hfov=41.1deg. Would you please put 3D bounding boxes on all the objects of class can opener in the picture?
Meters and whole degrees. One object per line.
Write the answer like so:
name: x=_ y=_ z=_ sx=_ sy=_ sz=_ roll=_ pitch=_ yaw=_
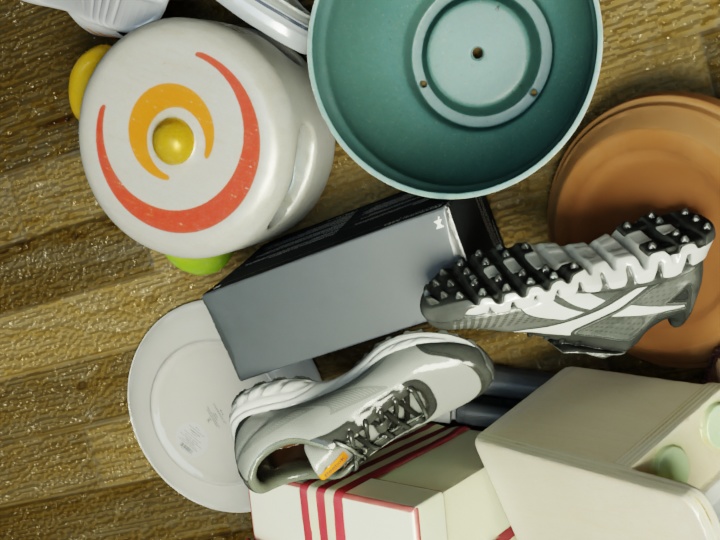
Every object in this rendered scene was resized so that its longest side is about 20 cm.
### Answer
can opener: x=0.091 y=0.105 z=0.772 sx=0.199 sy=0.067 sz=0.054 roll=6 pitch=102 yaw=17

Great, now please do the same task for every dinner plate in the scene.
dinner plate: x=-0.126 y=0.126 z=0.867 sx=0.199 sy=0.024 sz=0.202 roll=3 pitch=100 yaw=18

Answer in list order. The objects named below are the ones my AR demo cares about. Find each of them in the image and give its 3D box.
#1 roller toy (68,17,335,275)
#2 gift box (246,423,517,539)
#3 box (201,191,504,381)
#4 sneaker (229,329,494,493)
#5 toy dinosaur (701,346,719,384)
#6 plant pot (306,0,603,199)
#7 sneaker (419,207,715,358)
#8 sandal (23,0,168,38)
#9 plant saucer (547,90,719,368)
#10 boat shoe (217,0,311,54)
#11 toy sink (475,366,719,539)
roller toy: x=-0.123 y=-0.107 z=0.764 sx=0.182 sy=0.140 sz=0.201 roll=-23 pitch=91 yaw=19
gift box: x=0.031 y=0.233 z=0.723 sx=0.184 sy=0.186 sz=0.202 roll=-6 pitch=95 yaw=41
box: x=0.000 y=0.000 z=0.741 sx=0.199 sy=0.141 sz=0.079 roll=-19 pitch=99 yaw=20
sneaker: x=0.002 y=0.106 z=0.678 sx=0.199 sy=0.080 sz=0.074 roll=-21 pitch=127 yaw=9
toy dinosaur: x=0.274 y=0.070 z=0.613 sx=0.199 sy=0.086 sz=0.136 roll=-12 pitch=119 yaw=54
plant pot: x=0.077 y=-0.159 z=0.696 sx=0.199 sy=0.134 sz=0.202 roll=3 pitch=101 yaw=17
sneaker: x=0.139 y=0.024 z=0.633 sx=0.199 sy=0.067 sz=0.091 roll=-13 pitch=117 yaw=-8
sandal: x=-0.222 y=-0.241 z=0.820 sx=0.206 sy=0.059 sz=0.080 roll=22 pitch=84 yaw=34
plant saucer: x=0.214 y=-0.024 z=0.683 sx=0.199 sy=0.037 sz=0.202 roll=16 pitch=113 yaw=40
boat shoe: x=-0.104 y=-0.256 z=0.767 sx=0.200 sy=0.074 sz=0.067 roll=40 pitch=107 yaw=8
toy sink: x=0.193 y=0.150 z=0.626 sx=0.200 sy=0.112 sz=0.131 roll=0 pitch=118 yaw=62
